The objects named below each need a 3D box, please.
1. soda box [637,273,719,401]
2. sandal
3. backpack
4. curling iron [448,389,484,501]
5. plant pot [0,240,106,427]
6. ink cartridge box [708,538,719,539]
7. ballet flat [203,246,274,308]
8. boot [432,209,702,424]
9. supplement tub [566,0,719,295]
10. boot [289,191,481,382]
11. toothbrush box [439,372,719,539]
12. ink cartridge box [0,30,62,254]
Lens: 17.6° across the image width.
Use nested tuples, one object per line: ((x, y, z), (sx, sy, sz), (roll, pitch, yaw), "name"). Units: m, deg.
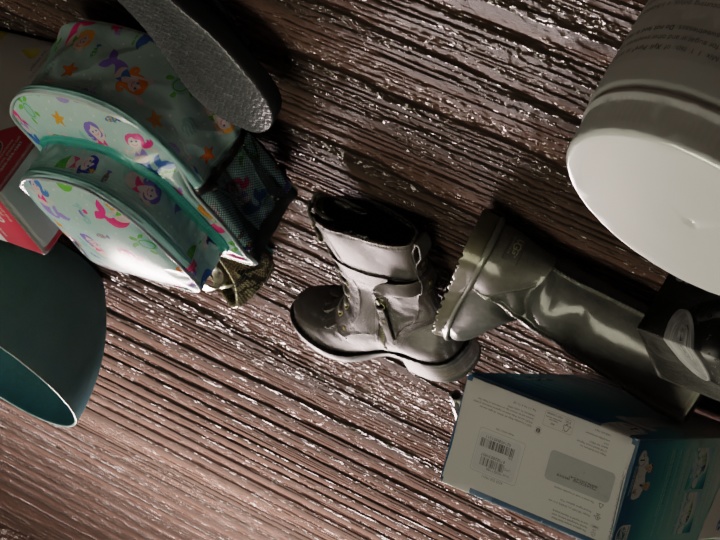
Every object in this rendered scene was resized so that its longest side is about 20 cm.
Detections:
((0.282, 0.060, 1.494), (0.199, 0.064, 0.071), (21, 158, 31), "soda box")
((-0.119, -0.179, 1.602), (0.200, 0.043, 0.076), (49, 150, -14), "sandal")
((-0.165, -0.088, 1.733), (0.177, 0.151, 0.200), (14, 148, 39), "backpack")
((0.095, 0.159, 2.086), (0.049, 0.026, 0.200), (23, 158, 19), "curling iron")
((-0.330, 0.043, 2.316), (0.199, 0.135, 0.200), (29, 160, 11), "plant pot")
((0.322, 0.247, 1.848), (0.199, 0.083, 0.147), (29, 161, 10), "ink cartridge box")
((-0.156, -0.039, 1.932), (0.200, 0.076, 0.068), (42, 160, -23), "ballet flat")
((0.156, 0.046, 1.673), (0.199, 0.073, 0.182), (25, 162, 3), "boot")
((0.192, -0.101, 1.035), (0.131, 0.201, 0.132), (29, 161, 11), "supplement tub")
((0.000, 0.000, 1.817), (0.199, 0.069, 0.175), (13, 147, 37), "boot")
((0.174, 0.135, 1.683), (0.146, 0.086, 0.199), (20, -171, 31), "toothbrush box")
((-0.295, -0.112, 1.869), (0.199, 0.146, 0.084), (16, 154, 40), "ink cartridge box")
